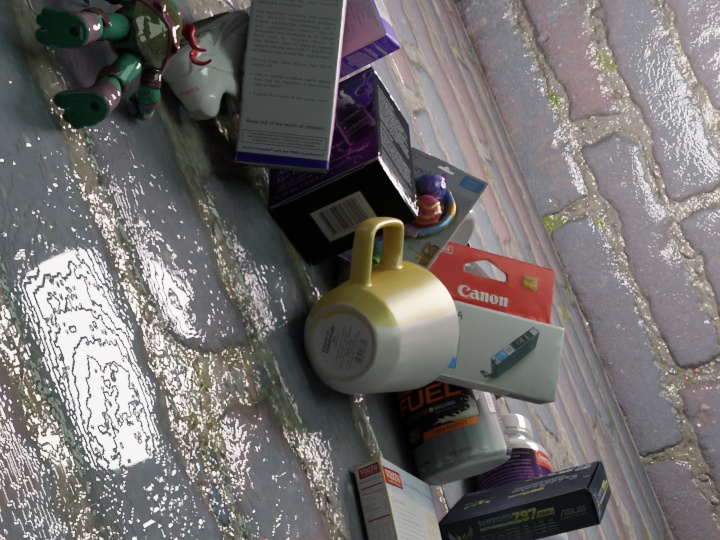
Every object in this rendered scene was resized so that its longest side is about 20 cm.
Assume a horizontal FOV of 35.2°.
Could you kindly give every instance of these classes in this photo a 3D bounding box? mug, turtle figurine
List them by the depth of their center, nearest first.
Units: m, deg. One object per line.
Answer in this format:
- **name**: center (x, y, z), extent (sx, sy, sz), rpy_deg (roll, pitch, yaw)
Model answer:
- **turtle figurine**: center (-0.207, -0.204, 0.994), extent (0.151, 0.100, 0.200), rpy_deg (62, 23, -17)
- **mug**: center (0.005, 0.053, 1.248), extent (0.153, 0.149, 0.188), rpy_deg (-11, 74, -64)

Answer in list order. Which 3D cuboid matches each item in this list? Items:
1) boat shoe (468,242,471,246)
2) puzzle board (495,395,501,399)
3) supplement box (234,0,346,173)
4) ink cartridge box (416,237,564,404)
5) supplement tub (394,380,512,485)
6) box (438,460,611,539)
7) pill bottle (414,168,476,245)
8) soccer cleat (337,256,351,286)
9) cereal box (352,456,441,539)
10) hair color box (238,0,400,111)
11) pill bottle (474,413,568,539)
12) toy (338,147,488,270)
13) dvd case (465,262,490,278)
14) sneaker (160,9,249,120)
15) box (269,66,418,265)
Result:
- **boat shoe**: center (0.090, -0.079, 1.687), extent (0.200, 0.073, 0.063), rpy_deg (46, 9, 6)
- **puzzle board**: center (0.148, 0.102, 1.641), extent (0.017, 0.151, 0.202), rpy_deg (-6, 68, -28)
- **supplement box**: center (-0.073, -0.210, 1.217), extent (0.101, 0.102, 0.202), rpy_deg (-94, -171, -87)
- **ink cartridge box**: center (0.152, 0.056, 1.381), extent (0.045, 0.198, 0.178), rpy_deg (147, -45, -68)
- **supplement tub**: center (0.106, 0.158, 1.429), extent (0.122, 0.122, 0.202), rpy_deg (28, 42, -64)
- **box**: center (0.209, 0.301, 1.430), extent (0.051, 0.199, 0.158), rpy_deg (72, 18, 2)
- **pill bottle**: center (0.048, -0.091, 1.489), extent (0.200, 0.110, 0.109), rpy_deg (39, 7, 22)
- **soccer cleat**: center (0.000, 0.000, 1.410), extent (0.085, 0.069, 0.201), rpy_deg (0, 57, -41)
- **cereal box**: center (0.055, 0.313, 1.218), extent (0.144, 0.039, 0.201), rpy_deg (42, 30, -55)
- **hair color box**: center (-0.065, -0.269, 1.315), extent (0.110, 0.199, 0.065), rpy_deg (70, 16, 11)
- **pill bottle**: center (0.219, 0.309, 1.599), extent (0.112, 0.111, 0.201), rpy_deg (49, 25, -46)
- **toy**: center (0.063, -0.075, 1.384), extent (0.200, 0.115, 0.047), rpy_deg (-54, 162, -28)
- **dvd case**: center (0.094, 0.001, 1.523), extent (0.199, 0.025, 0.150), rpy_deg (5, 33, -40)
- **sneaker**: center (-0.158, -0.212, 1.208), extent (0.200, 0.077, 0.100), rpy_deg (-62, 135, -59)
- **box**: center (-0.021, -0.128, 1.367), extent (0.105, 0.147, 0.201), rpy_deg (53, 21, -36)
